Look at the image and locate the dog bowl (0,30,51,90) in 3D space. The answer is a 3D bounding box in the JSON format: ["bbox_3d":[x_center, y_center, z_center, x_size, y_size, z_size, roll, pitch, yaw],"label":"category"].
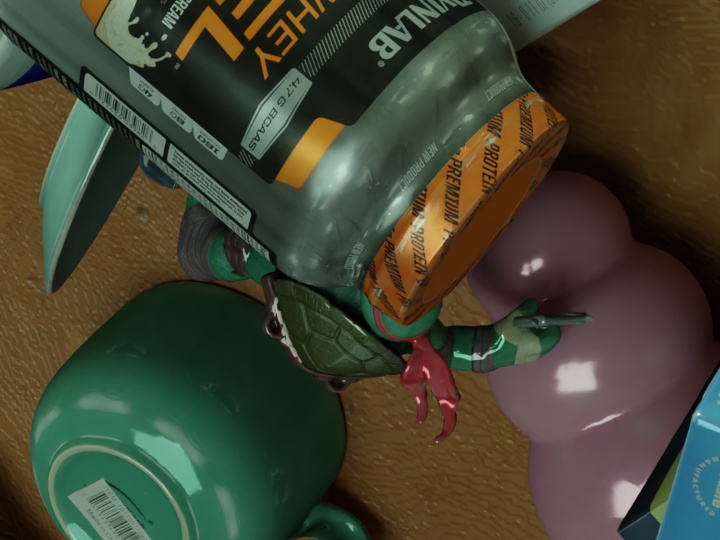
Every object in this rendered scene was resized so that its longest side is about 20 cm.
[{"bbox_3d":[-0.182,-0.183,0.925,0.200,0.079,0.201,19,117,41],"label":"dog bowl"}]

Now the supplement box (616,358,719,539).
[{"bbox_3d":[0.240,0.053,0.782,0.134,0.200,0.200,46,130,-3],"label":"supplement box"}]

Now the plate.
[{"bbox_3d":[-0.103,-0.083,0.902,0.025,0.200,0.200,26,131,-3],"label":"plate"}]

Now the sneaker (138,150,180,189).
[{"bbox_3d":[-0.018,-0.099,0.886,0.085,0.077,0.200,44,107,-3],"label":"sneaker"}]

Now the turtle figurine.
[{"bbox_3d":[0.000,0.000,0.842,0.150,0.101,0.200,54,157,-18],"label":"turtle figurine"}]

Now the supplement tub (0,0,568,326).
[{"bbox_3d":[-0.029,-0.079,0.736,0.200,0.122,0.123,39,131,10],"label":"supplement tub"}]

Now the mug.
[{"bbox_3d":[-0.086,0.103,1.067,0.184,0.114,0.153,17,126,21],"label":"mug"}]

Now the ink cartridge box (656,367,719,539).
[{"bbox_3d":[0.200,0.111,0.665,0.199,0.068,0.116,22,127,18],"label":"ink cartridge box"}]

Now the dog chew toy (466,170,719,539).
[{"bbox_3d":[0.114,0.044,0.913,0.124,0.124,0.201,-25,96,39],"label":"dog chew toy"}]

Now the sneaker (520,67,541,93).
[{"bbox_3d":[0.009,-0.049,0.946,0.199,0.074,0.082,-7,121,39],"label":"sneaker"}]

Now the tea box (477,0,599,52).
[{"bbox_3d":[0.051,-0.197,0.750,0.197,0.134,0.200,51,149,-5],"label":"tea box"}]
